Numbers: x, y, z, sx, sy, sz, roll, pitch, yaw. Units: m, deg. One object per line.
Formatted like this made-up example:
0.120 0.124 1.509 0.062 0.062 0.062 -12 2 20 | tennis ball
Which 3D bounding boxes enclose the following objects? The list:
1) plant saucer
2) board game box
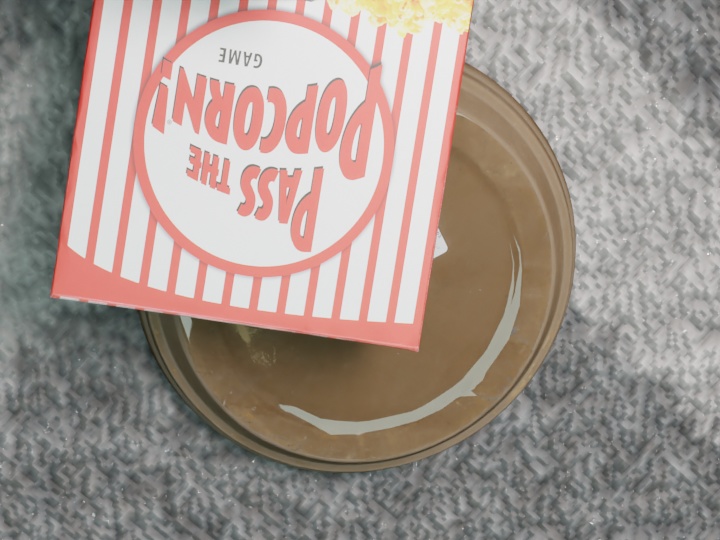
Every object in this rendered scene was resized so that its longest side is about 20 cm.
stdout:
0.000 0.000 0.856 0.198 0.030 0.202 -3 109 -7 | plant saucer
-0.036 -0.079 0.786 0.150 0.046 0.202 8 94 -8 | board game box
